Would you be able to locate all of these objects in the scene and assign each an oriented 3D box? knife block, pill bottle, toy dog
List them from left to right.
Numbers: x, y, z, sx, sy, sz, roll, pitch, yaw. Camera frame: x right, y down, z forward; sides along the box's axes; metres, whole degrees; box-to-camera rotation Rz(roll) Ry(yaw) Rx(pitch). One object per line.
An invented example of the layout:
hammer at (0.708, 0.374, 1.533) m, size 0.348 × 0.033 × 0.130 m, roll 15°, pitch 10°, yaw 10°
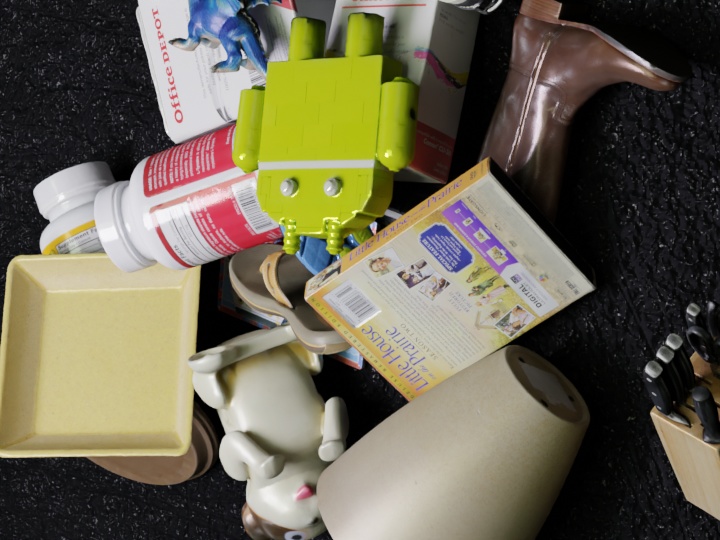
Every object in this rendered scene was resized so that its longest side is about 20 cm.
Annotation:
pill bottle at (-0.262, -0.005, 1.815) m, size 0.113 × 0.112 × 0.201 m, roll -31°, pitch 78°, yaw 42°
pill bottle at (-0.141, -0.067, 1.643) m, size 0.199 × 0.112 × 0.113 m, roll -18°, pitch 86°, yaw 19°
toy dog at (-0.083, 0.159, 1.664) m, size 0.194 × 0.139 × 0.201 m, roll -17°, pitch 92°, yaw 65°
knife block at (0.257, 0.117, 1.315) m, size 0.064 × 0.175 × 0.201 m, roll 31°, pitch 119°, yaw 35°

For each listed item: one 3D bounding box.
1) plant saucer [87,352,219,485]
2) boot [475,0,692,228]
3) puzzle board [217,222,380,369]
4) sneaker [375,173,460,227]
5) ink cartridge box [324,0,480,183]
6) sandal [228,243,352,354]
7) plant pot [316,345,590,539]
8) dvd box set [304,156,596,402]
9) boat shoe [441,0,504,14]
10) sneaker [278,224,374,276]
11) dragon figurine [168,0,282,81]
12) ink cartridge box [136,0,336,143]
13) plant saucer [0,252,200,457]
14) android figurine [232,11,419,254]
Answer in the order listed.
plant saucer at (-0.239, 0.156, 1.804) m, size 0.199 × 0.030 × 0.201 m, roll 16°, pitch 142°, yaw 13°
boot at (0.171, -0.106, 1.425) m, size 0.186 × 0.064 × 0.201 m, roll 38°, pitch 120°, yaw 46°
puzzle board at (-0.065, -0.005, 1.698) m, size 0.199 × 0.017 × 0.152 m, roll 21°, pitch 112°, yaw 39°
sneaker at (0.040, -0.046, 1.554) m, size 0.200 × 0.076 × 0.088 m, roll 32°, pitch 154°, yaw 53°
ink cartridge box at (0.032, -0.181, 1.510) m, size 0.116 × 0.067 × 0.201 m, roll 6°, pitch 81°, yaw 40°
sandal at (-0.056, 0.013, 1.603) m, size 0.200 × 0.080 × 0.054 m, roll 40°, pitch 147°, yaw 53°
plant pot at (0.095, 0.164, 1.493) m, size 0.187 × 0.187 × 0.200 m, roll 49°, pitch 113°, yaw 24°
dvd box set at (0.074, 0.012, 1.471) m, size 0.200 × 0.029 × 0.146 m, roll -35°, pitch 116°, yaw 24°
boat shoe at (0.126, -0.303, 1.431) m, size 0.072 × 0.067 × 0.201 m, roll 42°, pitch 111°, yaw 46°
sneaker at (0.000, 0.000, 1.548) m, size 0.199 × 0.071 × 0.083 m, roll 39°, pitch 167°, yaw -17°
dragon figurine at (-0.110, -0.228, 1.550) m, size 0.200 × 0.059 × 0.100 m, roll 35°, pitch 119°, yaw 34°
ink cartridge box at (-0.103, -0.215, 1.643) m, size 0.199 × 0.083 × 0.148 m, roll -16°, pitch 87°, yaw 43°
plant saucer at (-0.248, 0.085, 1.709) m, size 0.199 × 0.048 × 0.201 m, roll -1°, pitch 73°, yaw 11°
android figurine at (-0.029, -0.112, 1.464) m, size 0.181 × 0.041 × 0.201 m, roll 4°, pitch 84°, yaw 36°
